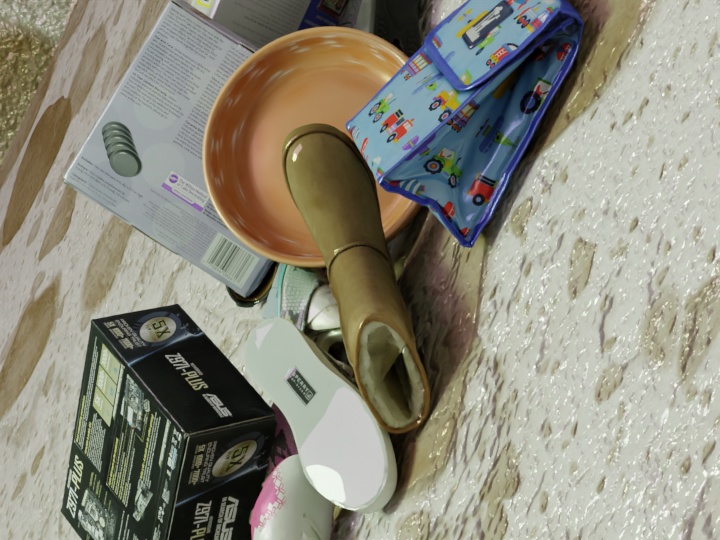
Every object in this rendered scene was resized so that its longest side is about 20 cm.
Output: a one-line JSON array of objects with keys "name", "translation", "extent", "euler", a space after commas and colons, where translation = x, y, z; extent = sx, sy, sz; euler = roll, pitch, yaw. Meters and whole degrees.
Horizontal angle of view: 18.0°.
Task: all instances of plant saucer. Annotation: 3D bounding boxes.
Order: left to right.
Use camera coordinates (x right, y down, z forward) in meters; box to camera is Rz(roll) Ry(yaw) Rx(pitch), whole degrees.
[{"name": "plant saucer", "translation": [-0.029, -0.098, 1.844], "extent": [0.037, 0.200, 0.201], "euler": [41, -113, -70]}]

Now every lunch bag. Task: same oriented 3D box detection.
[{"name": "lunch bag", "translation": [0.094, -0.139, 1.683], "extent": [0.200, 0.094, 0.151], "euler": [-52, 20, 9]}]

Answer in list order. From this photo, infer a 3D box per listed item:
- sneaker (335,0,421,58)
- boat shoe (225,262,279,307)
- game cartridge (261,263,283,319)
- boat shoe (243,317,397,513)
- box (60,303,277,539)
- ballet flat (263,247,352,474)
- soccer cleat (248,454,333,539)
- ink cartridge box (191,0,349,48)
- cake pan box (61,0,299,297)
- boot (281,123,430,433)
[{"name": "sneaker", "translation": [0.006, -0.223, 2.007], "extent": [0.114, 0.076, 0.200], "euler": [-38, 40, 45]}, {"name": "boat shoe", "translation": [-0.088, -0.033, 2.044], "extent": [0.200, 0.072, 0.068], "euler": [112, 167, -61]}, {"name": "game cartridge", "translation": [-0.024, -0.033, 1.945], "extent": [0.133, 0.041, 0.201], "euler": [6, 75, 67]}, {"name": "boat shoe", "translation": [-0.017, 0.110, 1.707], "extent": [0.071, 0.064, 0.200], "euler": [-46, 46, 12]}, {"name": "box", "translation": [-0.158, 0.158, 1.838], "extent": [0.164, 0.086, 0.200], "euler": [44, 132, 41]}, {"name": "ballet flat", "translation": [-0.032, 0.073, 1.817], "extent": [0.071, 0.069, 0.201], "euler": [-13, 61, 42]}, {"name": "soccer cleat", "translation": [-0.048, 0.235, 1.679], "extent": [0.086, 0.070, 0.201], "euler": [-3, 69, 54]}, {"name": "ink cartridge box", "translation": [-0.065, -0.222, 2.028], "extent": [0.047, 0.197, 0.200], "euler": [26, 93, 43]}, {"name": "cake pan box", "translation": [-0.122, -0.102, 1.924], "extent": [0.184, 0.200, 0.052], "euler": [-59, -3, 12]}, {"name": "boot", "translation": [0.000, 0.000, 1.689], "extent": [0.066, 0.175, 0.200], "euler": [-24, 26, 5]}]
